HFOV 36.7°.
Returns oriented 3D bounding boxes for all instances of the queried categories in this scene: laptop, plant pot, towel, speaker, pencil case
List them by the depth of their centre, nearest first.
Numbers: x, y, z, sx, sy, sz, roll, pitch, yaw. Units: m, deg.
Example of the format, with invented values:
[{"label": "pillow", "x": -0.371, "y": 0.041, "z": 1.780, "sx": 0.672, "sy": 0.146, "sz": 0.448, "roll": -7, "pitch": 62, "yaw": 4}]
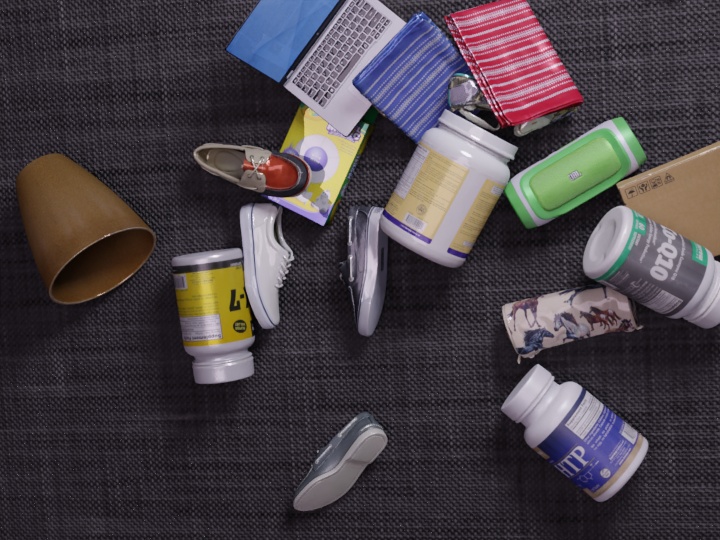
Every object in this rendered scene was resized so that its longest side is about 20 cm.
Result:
[{"label": "laptop", "x": -0.049, "y": -0.325, "z": 1.554, "sx": 0.200, "sy": 0.116, "sz": 0.187, "roll": 40, "pitch": 103, "yaw": 4}, {"label": "towel", "x": 0.223, "y": -0.305, "z": 1.568, "sx": 0.144, "sy": 0.022, "sz": 0.200, "roll": -19, "pitch": 73, "yaw": -23}, {"label": "towel", "x": 0.098, "y": -0.268, "z": 1.591, "sx": 0.145, "sy": 0.024, "sz": 0.200, "roll": -45, "pitch": 127, "yaw": 11}, {"label": "speaker", "x": 0.314, "y": -0.142, "z": 1.595, "sx": 0.200, "sy": 0.088, "sz": 0.089, "roll": -31, "pitch": 89, "yaw": 12}, {"label": "pencil case", "x": 0.316, "y": 0.072, "z": 1.619, "sx": 0.200, "sy": 0.078, "sz": 0.090, "roll": -14, "pitch": 102, "yaw": 12}, {"label": "plant pot", "x": -0.453, "y": -0.082, "z": 1.709, "sx": 0.186, "sy": 0.186, "sz": 0.200, "roll": -40, "pitch": 74, "yaw": 12}]

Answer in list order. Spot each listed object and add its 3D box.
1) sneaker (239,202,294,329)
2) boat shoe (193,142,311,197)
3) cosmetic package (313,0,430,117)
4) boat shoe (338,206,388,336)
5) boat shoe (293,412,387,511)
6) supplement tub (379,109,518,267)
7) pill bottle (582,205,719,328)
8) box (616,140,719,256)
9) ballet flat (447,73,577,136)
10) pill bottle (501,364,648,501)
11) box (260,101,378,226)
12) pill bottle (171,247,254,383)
[{"label": "sneaker", "x": -0.141, "y": -0.009, "z": 1.698, "sx": 0.071, "sy": 0.073, "sz": 0.200, "roll": -7, "pitch": 94, "yaw": 14}, {"label": "boat shoe", "x": -0.166, "y": -0.158, "z": 1.658, "sx": 0.200, "sy": 0.063, "sz": 0.071, "roll": 17, "pitch": 92, "yaw": 32}, {"label": "cosmetic package", "x": 0.006, "y": -0.335, "z": 1.639, "sx": 0.200, "sy": 0.073, "sz": 0.104, "roll": 44, "pitch": 102, "yaw": 3}, {"label": "boat shoe", "x": 0.000, "y": 0.000, "z": 1.674, "sx": 0.068, "sy": 0.072, "sz": 0.201, "roll": 7, "pitch": 102, "yaw": 18}, {"label": "boat shoe", "x": -0.038, "y": 0.306, "z": 1.728, "sx": 0.200, "sy": 0.073, "sz": 0.062, "roll": -47, "pitch": 43, "yaw": 18}, {"label": "supplement tub", "x": 0.131, "y": -0.121, "z": 1.599, "sx": 0.145, "sy": 0.145, "sz": 0.200, "roll": 29, "pitch": 100, "yaw": 6}, {"label": "pill bottle", "x": 0.428, "y": -0.001, "z": 1.543, "sx": 0.200, "sy": 0.113, "sz": 0.113, "roll": 25, "pitch": 100, "yaw": -11}, {"label": "box", "x": 0.493, "y": -0.092, "z": 1.573, "sx": 0.200, "sy": 0.021, "sz": 0.164, "roll": -22, "pitch": 112, "yaw": 11}, {"label": "ballet flat", "x": 0.219, "y": -0.234, "z": 1.591, "sx": 0.200, "sy": 0.072, "sz": 0.072, "roll": 11, "pitch": 98, "yaw": -12}, {"label": "pill bottle", "x": 0.314, "y": 0.237, "z": 1.614, "sx": 0.200, "sy": 0.120, "sz": 0.120, "roll": 39, "pitch": 101, "yaw": 5}, {"label": "box", "x": -0.061, "y": -0.182, "z": 1.680, "sx": 0.117, "sy": 0.048, "sz": 0.200, "roll": 26, "pitch": 98, "yaw": 8}, {"label": "pill bottle", "x": -0.227, "y": 0.071, "z": 1.701, "sx": 0.114, "sy": 0.114, "sz": 0.201, "roll": -7, "pitch": 95, "yaw": 11}]
